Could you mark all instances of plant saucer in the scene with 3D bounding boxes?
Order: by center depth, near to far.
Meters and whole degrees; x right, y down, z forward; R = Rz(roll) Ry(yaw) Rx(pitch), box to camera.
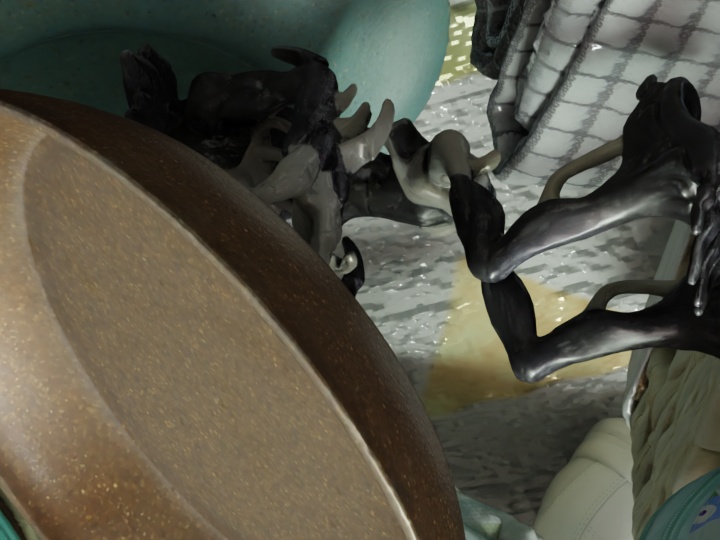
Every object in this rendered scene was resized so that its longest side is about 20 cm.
[{"bbox_3d":[-0.040,0.033,0.657,0.037,0.200,0.201,-40,157,-28],"label":"plant saucer"},{"bbox_3d":[-0.071,-0.047,0.768,0.200,0.039,0.201,-6,145,-4],"label":"plant saucer"}]

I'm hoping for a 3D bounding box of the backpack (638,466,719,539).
[{"bbox_3d":[0.144,0.132,0.678,0.176,0.201,0.153,-4,176,-45],"label":"backpack"}]

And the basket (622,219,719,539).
[{"bbox_3d":[0.183,0.046,0.809,0.199,0.124,0.136,16,127,0],"label":"basket"}]

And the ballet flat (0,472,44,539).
[{"bbox_3d":[-0.153,0.028,0.765,0.069,0.200,0.069,-31,175,-3],"label":"ballet flat"}]

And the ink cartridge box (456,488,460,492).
[{"bbox_3d":[-0.012,0.166,0.903,0.147,0.200,0.145,-31,157,-32],"label":"ink cartridge box"}]

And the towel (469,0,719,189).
[{"bbox_3d":[0.129,-0.100,0.697,0.165,0.086,0.200,5,145,-14],"label":"towel"}]

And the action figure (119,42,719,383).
[{"bbox_3d":[0.000,0.000,0.695,0.199,0.102,0.119,2,139,23],"label":"action figure"}]

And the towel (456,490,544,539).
[{"bbox_3d":[-0.063,0.115,0.807,0.171,0.200,0.048,32,157,17],"label":"towel"}]

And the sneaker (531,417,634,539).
[{"bbox_3d":[0.083,0.142,1.010,0.088,0.075,0.200,-44,144,-25],"label":"sneaker"}]
